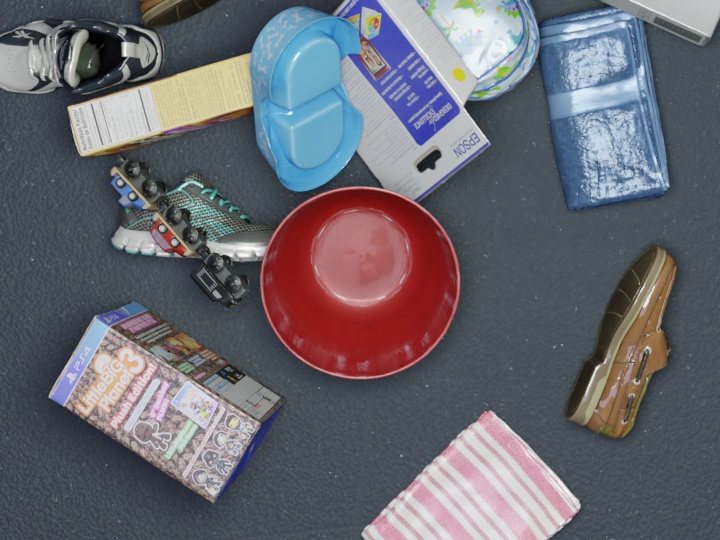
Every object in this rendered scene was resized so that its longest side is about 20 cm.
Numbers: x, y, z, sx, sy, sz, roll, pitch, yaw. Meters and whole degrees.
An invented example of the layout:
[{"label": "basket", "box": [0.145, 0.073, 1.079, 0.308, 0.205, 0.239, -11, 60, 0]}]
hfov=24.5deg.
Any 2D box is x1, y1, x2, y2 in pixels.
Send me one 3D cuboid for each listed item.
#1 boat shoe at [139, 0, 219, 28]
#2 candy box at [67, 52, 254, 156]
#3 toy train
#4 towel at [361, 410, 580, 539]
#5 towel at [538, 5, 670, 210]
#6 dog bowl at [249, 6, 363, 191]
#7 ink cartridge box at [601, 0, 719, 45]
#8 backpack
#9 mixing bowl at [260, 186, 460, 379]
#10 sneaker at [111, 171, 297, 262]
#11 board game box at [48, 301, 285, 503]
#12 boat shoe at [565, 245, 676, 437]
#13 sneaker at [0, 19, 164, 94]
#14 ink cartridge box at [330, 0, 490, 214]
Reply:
[{"label": "boat shoe", "box": [-0.150, -0.325, 1.720, 0.199, 0.072, 0.068, -31, 87, -2]}, {"label": "candy box", "box": [-0.188, -0.169, 1.708, 0.199, 0.117, 0.057, -14, 93, 8]}, {"label": "toy train", "box": [-0.189, -0.039, 1.695, 0.046, 0.034, 0.200, -46, 76, 14]}, {"label": "towel", "box": [0.116, 0.265, 1.752, 0.200, 0.030, 0.146, -45, 88, 8]}, {"label": "towel", "box": [0.247, -0.164, 1.693, 0.111, 0.049, 0.202, -10, 94, 8]}, {"label": "dog bowl", "box": [-0.056, -0.172, 1.635, 0.111, 0.201, 0.050, -31, 50, -26]}, {"label": "ink cartridge box", "box": [0.291, -0.344, 1.658, 0.199, 0.044, 0.175, 25, 84, 4]}, {"label": "backpack", "box": [0.094, -0.262, 1.668, 0.163, 0.154, 0.201, -34, 103, 1]}, {"label": "mixing bowl", "box": [0.000, 0.000, 1.695, 0.198, 0.108, 0.202, 0, 105, 1]}, {"label": "sneaker", "box": [-0.162, -0.057, 1.737, 0.198, 0.078, 0.092, 4, 91, 4]}, {"label": "board game box", "box": [-0.195, 0.131, 1.711, 0.199, 0.159, 0.097, 32, 97, 4]}, {"label": "boat shoe", "box": [0.281, 0.074, 1.698, 0.068, 0.072, 0.201, 23, 103, -7]}, {"label": "sneaker", "box": [-0.310, -0.221, 1.710, 0.197, 0.130, 0.080, 4, 94, 6]}, {"label": "ink cartridge box", "box": [0.035, -0.177, 1.653, 0.047, 0.198, 0.200, -39, 92, -31]}]
